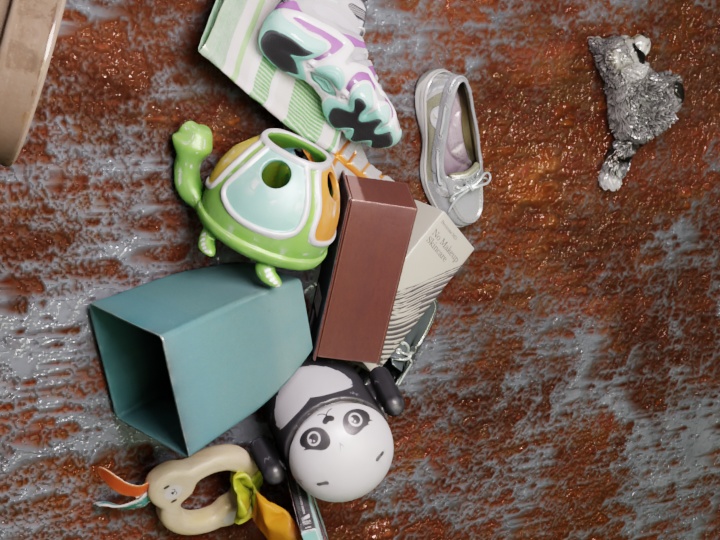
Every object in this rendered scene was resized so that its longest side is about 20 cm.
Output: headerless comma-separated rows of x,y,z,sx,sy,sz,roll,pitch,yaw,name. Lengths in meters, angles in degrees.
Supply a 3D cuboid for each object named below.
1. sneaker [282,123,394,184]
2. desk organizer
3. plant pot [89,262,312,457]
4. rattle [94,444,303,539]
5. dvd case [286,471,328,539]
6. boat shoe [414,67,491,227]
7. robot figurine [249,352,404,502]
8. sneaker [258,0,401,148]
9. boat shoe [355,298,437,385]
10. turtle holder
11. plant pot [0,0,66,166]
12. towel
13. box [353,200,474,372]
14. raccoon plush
-0.028,-0.108,1.458,0.200,0.077,0.078,52,52,-16,sneaker
0.000,0.000,1.422,0.077,0.072,0.201,7,117,-12,desk organizer
-0.157,0.076,1.386,0.199,0.141,0.142,-27,120,-34,plant pot
-0.182,0.274,1.429,0.199,0.143,0.130,12,134,-46,rattle
-0.056,0.296,1.497,0.022,0.200,0.147,-18,117,-4,dvd case
0.115,-0.142,1.552,0.074,0.065,0.203,-23,117,-28,boat shoe
-0.039,0.172,1.457,0.124,0.200,0.151,18,109,-27,robot figurine
-0.008,-0.236,1.375,0.200,0.077,0.140,45,53,-32,sneaker
0.044,0.112,1.587,0.073,0.062,0.200,40,81,-37,boat shoe
-0.104,-0.085,1.369,0.141,0.185,0.132,-8,130,-50,turtle holder
-0.362,-0.208,1.126,0.174,0.200,0.201,16,96,-21,plant pot
-0.077,-0.234,1.373,0.200,0.023,0.153,38,55,-37,towel
0.040,0.018,1.549,0.200,0.068,0.082,-52,127,-10,box
0.332,-0.209,1.675,0.133,0.097,0.201,18,95,-30,raccoon plush
